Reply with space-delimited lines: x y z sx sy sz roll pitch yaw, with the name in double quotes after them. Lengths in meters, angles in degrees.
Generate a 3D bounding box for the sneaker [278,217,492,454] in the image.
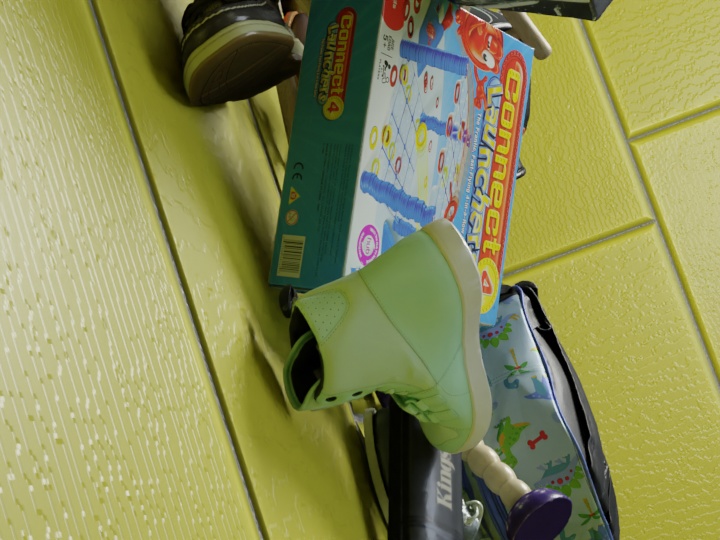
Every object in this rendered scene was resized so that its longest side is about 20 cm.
0.011 0.058 0.912 0.074 0.118 0.201 58 -13 36 "sneaker"

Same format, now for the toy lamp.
0.069 0.117 1.103 0.200 0.058 0.058 48 -7 39 "toy lamp"

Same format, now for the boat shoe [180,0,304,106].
-0.079 -0.141 0.934 0.065 0.073 0.200 59 4 0 "boat shoe"

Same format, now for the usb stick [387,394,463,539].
0.042 0.133 0.994 0.055 0.033 0.200 25 47 -27 "usb stick"

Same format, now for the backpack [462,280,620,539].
0.115 0.142 1.211 0.200 0.147 0.183 -108 173 -46 "backpack"

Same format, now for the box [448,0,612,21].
0.066 -0.274 0.951 0.124 0.196 0.200 -55 139 -29 "box"

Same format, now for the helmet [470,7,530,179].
0.056 -0.160 1.411 0.191 0.200 0.200 14 -40 45 "helmet"

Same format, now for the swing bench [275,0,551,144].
0.012 -0.205 1.158 0.199 0.130 0.200 -35 105 -43 "swing bench"

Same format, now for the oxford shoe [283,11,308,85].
-0.019 -0.141 1.284 0.071 0.072 0.200 57 15 -57 "oxford shoe"

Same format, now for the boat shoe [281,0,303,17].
-0.052 -0.311 1.433 0.071 0.069 0.200 124 -46 -68 "boat shoe"

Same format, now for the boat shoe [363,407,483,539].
0.059 0.176 1.059 0.073 0.062 0.200 -67 135 -74 "boat shoe"

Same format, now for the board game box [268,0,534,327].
0.032 -0.073 1.002 0.196 0.056 0.200 13 84 -56 "board game box"
